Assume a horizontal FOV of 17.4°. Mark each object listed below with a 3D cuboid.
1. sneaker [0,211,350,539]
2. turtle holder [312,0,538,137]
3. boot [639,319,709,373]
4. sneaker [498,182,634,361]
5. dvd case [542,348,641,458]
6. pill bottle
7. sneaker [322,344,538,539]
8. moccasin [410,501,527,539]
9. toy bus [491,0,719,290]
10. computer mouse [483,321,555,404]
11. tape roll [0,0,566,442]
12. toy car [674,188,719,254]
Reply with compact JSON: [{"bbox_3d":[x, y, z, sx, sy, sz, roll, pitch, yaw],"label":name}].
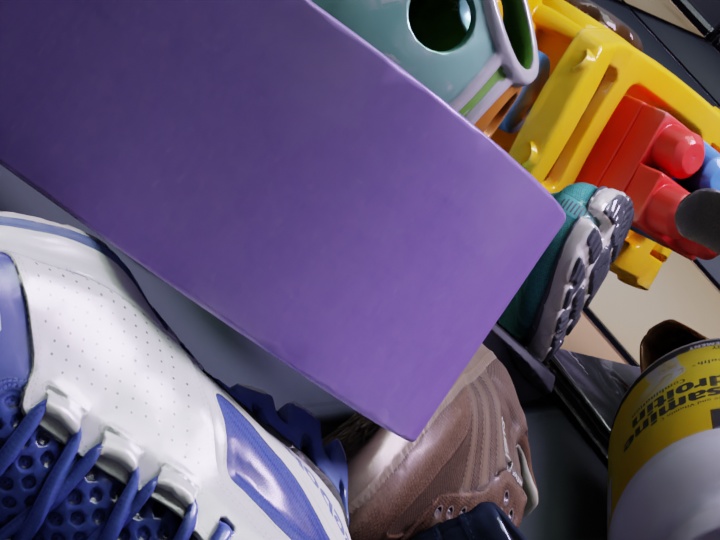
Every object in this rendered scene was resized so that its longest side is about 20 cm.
[{"bbox_3d":[-0.052,0.068,0.613,0.199,0.081,0.115,33,17,-43],"label":"sneaker"},{"bbox_3d":[0.003,-0.123,1.050,0.141,0.131,0.187,34,45,-63],"label":"turtle holder"},{"bbox_3d":[0.224,0.106,1.175,0.155,0.077,0.200,39,15,-30],"label":"boot"},{"bbox_3d":[0.068,-0.006,1.075,0.079,0.078,0.200,33,-12,-5],"label":"sneaker"},{"bbox_3d":[0.178,0.122,1.195,0.200,0.016,0.148,53,17,23],"label":"dvd case"},{"bbox_3d":[0.161,0.108,1.006,0.112,0.112,0.200,43,15,-7],"label":"pill bottle"},{"bbox_3d":[0.029,0.075,0.829,0.076,0.070,0.200,56,20,0],"label":"sneaker"},{"bbox_3d":[0.086,0.146,0.793,0.200,0.068,0.081,36,17,-38],"label":"moccasin"},{"bbox_3d":[0.094,-0.073,1.161,0.199,0.136,0.192,30,2,-40],"label":"toy bus"},{"bbox_3d":[0.000,0.000,0.977,0.140,0.046,0.200,43,2,29],"label":"computer mouse"},{"bbox_3d":[-0.042,-0.039,0.712,0.199,0.085,0.200,34,-1,0],"label":"tape roll"},{"bbox_3d":[0.234,-0.019,1.110,0.199,0.165,0.158,33,10,-36],"label":"toy car"}]
